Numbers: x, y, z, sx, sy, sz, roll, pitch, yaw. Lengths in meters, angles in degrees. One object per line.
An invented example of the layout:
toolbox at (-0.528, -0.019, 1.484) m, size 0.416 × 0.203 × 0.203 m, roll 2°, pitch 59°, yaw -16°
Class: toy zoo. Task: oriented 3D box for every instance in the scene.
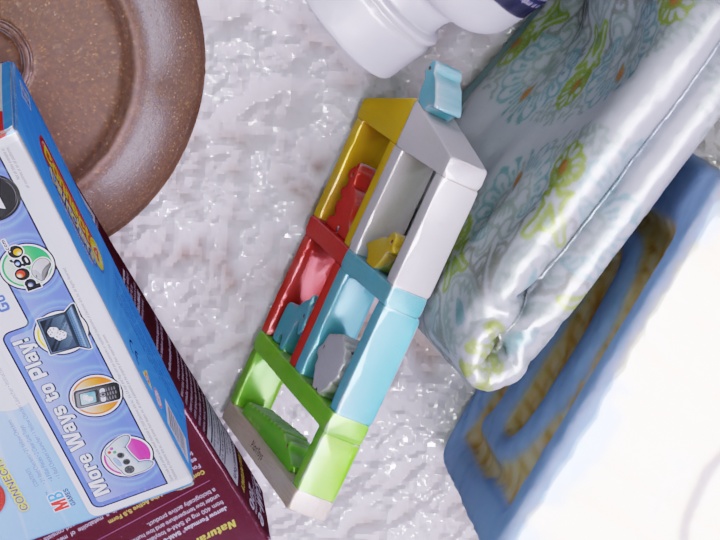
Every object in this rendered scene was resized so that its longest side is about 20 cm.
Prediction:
toy zoo at (0.000, 0.000, 1.090) m, size 0.020 × 0.131 × 0.201 m, roll 22°, pitch 97°, yaw -21°

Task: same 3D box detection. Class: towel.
towel at (0.084, -0.056, 1.067) m, size 0.048 × 0.171 × 0.200 m, roll 34°, pitch 96°, yaw -19°

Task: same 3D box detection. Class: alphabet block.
alphabet block at (0.175, 0.074, 1.083) m, size 0.200 × 0.196 × 0.196 m, roll 29°, pitch 98°, yaw -8°

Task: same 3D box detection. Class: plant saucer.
plant saucer at (-0.171, -0.096, 1.110) m, size 0.200 × 0.037 × 0.201 m, roll -1°, pitch 99°, yaw -3°

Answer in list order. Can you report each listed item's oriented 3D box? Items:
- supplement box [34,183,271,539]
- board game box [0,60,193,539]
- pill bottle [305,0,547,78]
supplement box at (-0.135, 0.060, 1.107) m, size 0.109 × 0.061 × 0.200 m, roll -27°, pitch 110°, yaw 5°
board game box at (-0.195, 0.036, 1.005) m, size 0.195 × 0.056 × 0.200 m, roll -19°, pitch 127°, yaw 4°
pill bottle at (0.066, -0.175, 1.066) m, size 0.200 × 0.111 × 0.111 m, roll -36°, pitch 100°, yaw 17°
